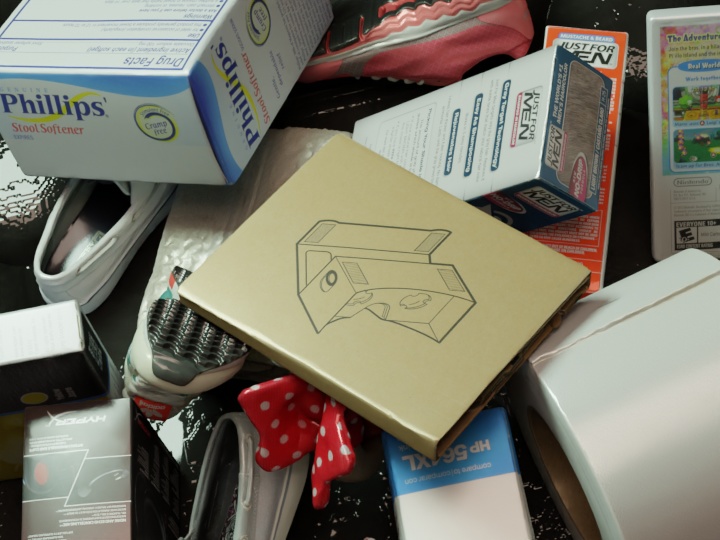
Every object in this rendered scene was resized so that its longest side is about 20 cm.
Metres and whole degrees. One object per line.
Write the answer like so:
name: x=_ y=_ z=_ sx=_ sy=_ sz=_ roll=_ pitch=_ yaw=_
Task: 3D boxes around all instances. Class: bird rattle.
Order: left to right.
bird rattle: x=0.001 y=0.071 z=1.123 sx=0.112 sy=0.163 sz=0.201 roll=-2 pitch=56 yaw=15

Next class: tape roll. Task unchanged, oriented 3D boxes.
tape roll: x=0.191 y=0.105 z=1.098 sx=0.139 sy=0.203 sz=0.203 roll=-25 pitch=67 yaw=-5

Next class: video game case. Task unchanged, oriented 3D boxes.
video game case: x=0.302 y=-0.098 z=1.205 sx=0.199 sy=0.183 sz=0.024 roll=-3 pitch=22 yaw=5

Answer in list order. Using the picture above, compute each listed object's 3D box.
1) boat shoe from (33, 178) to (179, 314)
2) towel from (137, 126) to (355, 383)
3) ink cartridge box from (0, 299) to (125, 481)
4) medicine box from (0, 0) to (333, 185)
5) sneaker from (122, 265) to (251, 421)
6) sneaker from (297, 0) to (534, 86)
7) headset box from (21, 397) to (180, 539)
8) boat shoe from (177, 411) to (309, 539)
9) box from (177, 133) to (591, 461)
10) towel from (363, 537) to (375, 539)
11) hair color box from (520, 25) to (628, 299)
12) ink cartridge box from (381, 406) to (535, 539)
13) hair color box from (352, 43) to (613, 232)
boat shoe: x=-0.177 y=-0.062 z=1.277 sx=0.073 sy=0.065 sz=0.201 roll=18 pitch=69 yaw=13
towel: x=-0.081 y=-0.015 z=1.250 sx=0.132 sy=0.034 sz=0.201 roll=6 pitch=68 yaw=23
ink cartridge box: x=-0.258 y=0.092 z=1.147 sx=0.199 sy=0.198 sz=0.047 roll=-12 pitch=65 yaw=1
medicine box: x=-0.145 y=-0.165 z=1.244 sx=0.182 sy=0.103 sz=0.200 roll=4 pitch=46 yaw=26
sneaker: x=-0.117 y=0.064 z=1.115 sx=0.070 sy=0.200 sz=0.094 roll=23 pitch=101 yaw=-7
sneaker: x=0.037 y=-0.166 z=1.300 sx=0.199 sy=0.087 sz=0.074 roll=-15 pitch=34 yaw=21
headset box: x=-0.165 y=0.202 z=1.116 sx=0.075 sy=0.149 sz=0.201 roll=-6 pitch=67 yaw=5
boat shoe: x=-0.094 y=0.188 z=1.124 sx=0.070 sy=0.071 sz=0.202 roll=7 pitch=81 yaw=50
box: x=0.014 y=0.011 z=1.061 sx=0.200 sy=0.021 sz=0.163 roll=30 pitch=58 yaw=24
towel: x=-0.016 y=0.287 z=1.093 sx=0.146 sy=0.030 sz=0.201 roll=-33 pitch=60 yaw=35
hair color box: x=0.148 y=-0.057 z=1.221 sx=0.064 sy=0.111 sz=0.201 roll=7 pitch=67 yaw=8
ink cartridge box: x=0.073 y=0.208 z=1.092 sx=0.084 sy=0.146 sz=0.201 roll=-10 pitch=66 yaw=0
hair color box: x=0.074 y=-0.072 z=1.171 sx=0.200 sy=0.060 sz=0.100 roll=-16 pitch=57 yaw=47
